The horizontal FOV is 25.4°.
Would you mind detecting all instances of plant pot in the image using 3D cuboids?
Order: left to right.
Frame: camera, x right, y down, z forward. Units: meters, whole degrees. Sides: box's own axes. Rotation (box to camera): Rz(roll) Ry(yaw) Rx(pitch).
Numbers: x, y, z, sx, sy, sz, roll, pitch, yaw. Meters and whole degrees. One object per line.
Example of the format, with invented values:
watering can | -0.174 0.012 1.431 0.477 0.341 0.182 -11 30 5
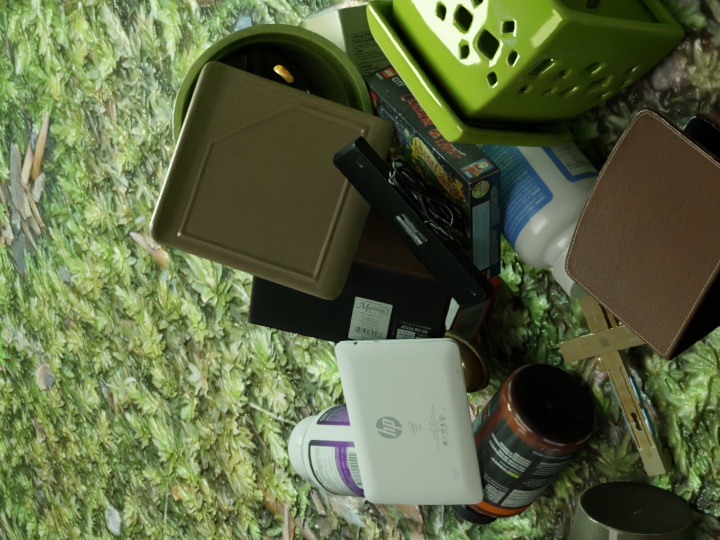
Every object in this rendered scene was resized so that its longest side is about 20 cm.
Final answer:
plant pot | -0.098 -0.164 1.667 0.190 0.200 0.200 -122 25 -75
plant pot | 0.135 -0.224 1.451 0.181 0.199 0.200 -50 61 33

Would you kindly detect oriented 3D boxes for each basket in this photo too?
basket | 0.264 0.325 1.591 0.180 0.136 0.200 30 123 50

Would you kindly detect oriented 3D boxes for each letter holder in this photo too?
letter holder | 0.000 0.000 1.668 0.200 0.142 0.101 12 121 5
letter holder | 0.285 -0.048 1.419 0.142 0.101 0.200 41 134 23

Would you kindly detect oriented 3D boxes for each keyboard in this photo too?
keyboard | 0.063 -0.052 1.515 0.200 0.040 0.104 48 160 -8

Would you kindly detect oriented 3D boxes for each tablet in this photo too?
tablet | 0.051 0.158 1.643 0.130 0.014 0.200 -2 117 17

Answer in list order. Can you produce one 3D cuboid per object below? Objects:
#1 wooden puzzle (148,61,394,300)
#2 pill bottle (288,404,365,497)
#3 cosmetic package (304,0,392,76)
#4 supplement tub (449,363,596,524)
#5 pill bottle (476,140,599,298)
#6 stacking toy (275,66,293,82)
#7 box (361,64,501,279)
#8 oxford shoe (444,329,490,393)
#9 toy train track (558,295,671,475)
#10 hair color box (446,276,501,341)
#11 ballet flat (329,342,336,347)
wooden puzzle | -0.086 -0.087 1.556 0.037 0.200 0.185 -164 93 -80
pill bottle | 0.001 0.216 1.909 0.200 0.111 0.111 -5 99 54
cosmetic package | 0.016 -0.188 1.737 0.071 0.105 0.200 -3 100 55
supplement tub | 0.161 0.192 1.692 0.107 0.107 0.200 57 141 22
pill bottle | 0.179 -0.073 1.559 0.200 0.112 0.112 56 141 24
stacking toy | -0.109 -0.207 1.917 0.110 0.116 0.200 50 124 28
box | 0.070 -0.096 1.584 0.200 0.038 0.137 49 155 40
oxford shoe | 0.058 0.102 1.724 0.200 0.071 0.071 7 109 49
toy train track | 0.267 0.105 1.586 0.115 0.033 0.200 -19 94 47
hair color box | 0.060 -0.006 1.785 0.200 0.064 0.111 48 138 28
ballet flat | -0.014 0.054 1.835 0.069 0.069 0.200 51 170 28
